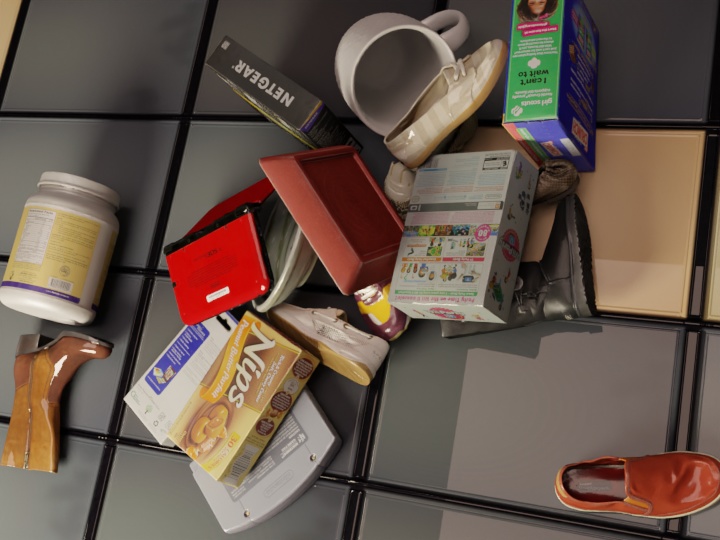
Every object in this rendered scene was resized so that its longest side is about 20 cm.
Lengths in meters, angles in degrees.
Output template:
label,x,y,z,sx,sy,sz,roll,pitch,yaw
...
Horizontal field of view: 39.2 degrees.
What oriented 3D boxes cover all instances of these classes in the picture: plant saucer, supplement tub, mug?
label,x,y,z,sx,sy,sz,roll,pitch,yaw
plant saucer,-0.091,-0.036,1.374,0.050,0.200,0.203,18,78,-18
supplement tub,-0.444,-0.031,1.510,0.143,0.145,0.203,7,76,24
plant saucer,-0.015,-0.079,1.288,0.037,0.199,0.201,-38,81,30
mug,0.059,-0.288,1.367,0.199,0.148,0.176,-33,27,1

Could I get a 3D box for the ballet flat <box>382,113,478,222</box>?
label,x,y,z,sx,sy,sz,roll,pitch,yaw
ballet flat,0.082,-0.149,1.365,0.068,0.075,0.201,39,91,27

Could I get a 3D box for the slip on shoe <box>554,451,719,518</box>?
label,x,y,z,sx,sy,sz,roll,pitch,yaw
slip on shoe,0.318,0.242,1.152,0.197,0.061,0.075,-5,70,20

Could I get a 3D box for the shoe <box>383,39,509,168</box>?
label,x,y,z,sx,sy,sz,roll,pitch,yaw
shoe,0.107,-0.214,1.263,0.200,0.053,0.070,-48,26,19

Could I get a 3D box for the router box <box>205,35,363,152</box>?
label,x,y,z,sx,sy,sz,roll,pitch,yaw
router box,-0.106,-0.233,1.425,0.199,0.157,0.052,38,90,27

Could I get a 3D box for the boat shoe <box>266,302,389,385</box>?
label,x,y,z,sx,sy,sz,roll,pitch,yaw
boat shoe,-0.043,0.084,1.355,0.199,0.071,0.069,27,63,34

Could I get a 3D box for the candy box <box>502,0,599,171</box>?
label,x,y,z,sx,sy,sz,roll,pitch,yaw
candy box,0.245,-0.245,1.274,0.076,0.169,0.203,-3,72,27

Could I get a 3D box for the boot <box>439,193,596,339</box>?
label,x,y,z,sx,sy,sz,roll,pitch,yaw
boot,0.191,-0.003,1.287,0.197,0.066,0.167,-12,62,27

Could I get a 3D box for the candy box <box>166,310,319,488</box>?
label,x,y,z,sx,sy,sz,roll,pitch,yaw
candy box,-0.156,0.169,1.339,0.115,0.055,0.201,31,85,35

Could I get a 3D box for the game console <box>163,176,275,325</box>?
label,x,y,z,sx,sy,sz,roll,pitch,yaw
game console,-0.169,-0.034,1.403,0.199,0.118,0.175,-22,80,42

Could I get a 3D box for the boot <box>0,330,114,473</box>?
label,x,y,z,sx,sy,sz,roll,pitch,yaw
boot,-0.449,0.194,1.485,0.185,0.068,0.203,-3,74,22

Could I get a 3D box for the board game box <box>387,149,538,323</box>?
label,x,y,z,sx,sy,sz,roll,pitch,yaw
board game box,0.127,-0.043,1.254,0.146,0.064,0.203,1,70,40

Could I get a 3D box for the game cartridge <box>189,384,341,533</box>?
label,x,y,z,sx,sy,sz,roll,pitch,yaw
game cartridge,-0.124,0.251,1.350,0.199,0.040,0.134,-40,60,7

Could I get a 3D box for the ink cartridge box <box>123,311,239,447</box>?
label,x,y,z,sx,sy,sz,roll,pitch,yaw
ink cartridge box,-0.238,0.141,1.430,0.200,0.039,0.099,-49,62,4

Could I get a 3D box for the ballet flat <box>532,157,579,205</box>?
label,x,y,z,sx,sy,sz,roll,pitch,yaw
ballet flat,0.186,-0.088,1.297,0.198,0.046,0.068,-27,33,24

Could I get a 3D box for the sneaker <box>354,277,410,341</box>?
label,x,y,z,sx,sy,sz,roll,pitch,yaw
sneaker,0.000,0.000,1.337,0.075,0.090,0.202,-36,59,27
